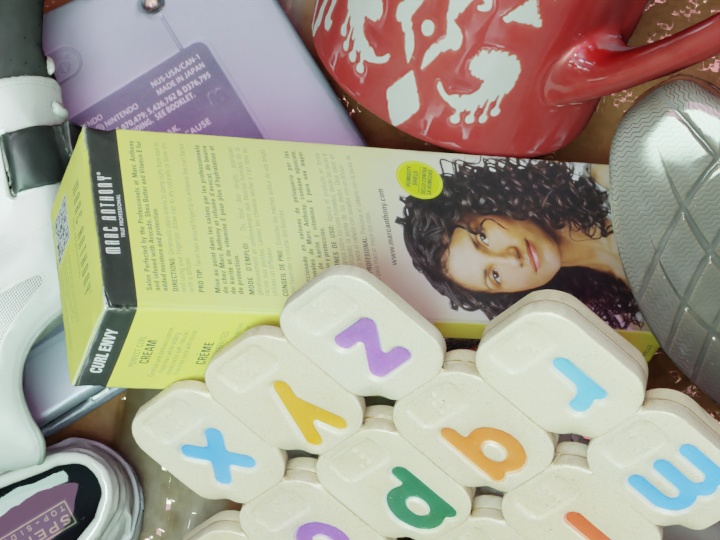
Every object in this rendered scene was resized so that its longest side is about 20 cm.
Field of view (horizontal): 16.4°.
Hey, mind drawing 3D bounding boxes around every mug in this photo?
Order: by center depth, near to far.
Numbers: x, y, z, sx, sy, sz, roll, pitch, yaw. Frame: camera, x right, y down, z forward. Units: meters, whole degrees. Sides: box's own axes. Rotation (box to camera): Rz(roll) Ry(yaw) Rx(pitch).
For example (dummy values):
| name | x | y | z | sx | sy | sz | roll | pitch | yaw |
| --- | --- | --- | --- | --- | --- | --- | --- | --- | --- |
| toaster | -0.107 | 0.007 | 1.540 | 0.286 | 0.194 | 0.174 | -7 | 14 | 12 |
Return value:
| name | x | y | z | sx | sy | sz | roll | pitch | yaw |
| --- | --- | --- | --- | --- | --- | --- | --- | --- | --- |
| mug | 0.065 | -0.134 | 0.827 | 0.132 | 0.201 | 0.178 | 7 | 39 | -20 |

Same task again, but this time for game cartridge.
| name | x | y | z | sx | sy | sz | roll | pitch | yaw |
| --- | --- | --- | --- | --- | --- | --- | --- | --- | --- |
| game cartridge | -0.101 | -0.026 | 0.921 | 0.199 | 0.041 | 0.134 | -31 | 83 | -3 |

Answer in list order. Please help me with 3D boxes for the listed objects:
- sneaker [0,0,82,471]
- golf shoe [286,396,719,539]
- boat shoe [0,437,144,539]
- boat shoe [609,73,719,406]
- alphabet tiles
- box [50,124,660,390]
| name | x | y | z | sx | sy | sz | roll | pitch | yaw |
| --- | --- | --- | --- | --- | --- | --- | --- | --- | --- |
| sneaker | -0.122 | -0.025 | 0.877 | 0.088 | 0.074 | 0.202 | 14 | 79 | -13 |
| golf shoe | 0.044 | 0.059 | 0.881 | 0.199 | 0.075 | 0.092 | 17 | 77 | 4 |
| boat shoe | -0.164 | 0.127 | 0.882 | 0.199 | 0.066 | 0.072 | -30 | 80 | -3 |
| boat shoe | 0.146 | 0.013 | 0.850 | 0.075 | 0.072 | 0.200 | -28 | 115 | 18 |
| alphabet tiles | 0.029 | 0.081 | 0.823 | 0.195 | 0.200 | 0.015 | 40 | 40 | -17 |
| box | 0.000 | 0.000 | 0.841 | 0.198 | 0.050 | 0.076 | 2 | 55 | -20 |
